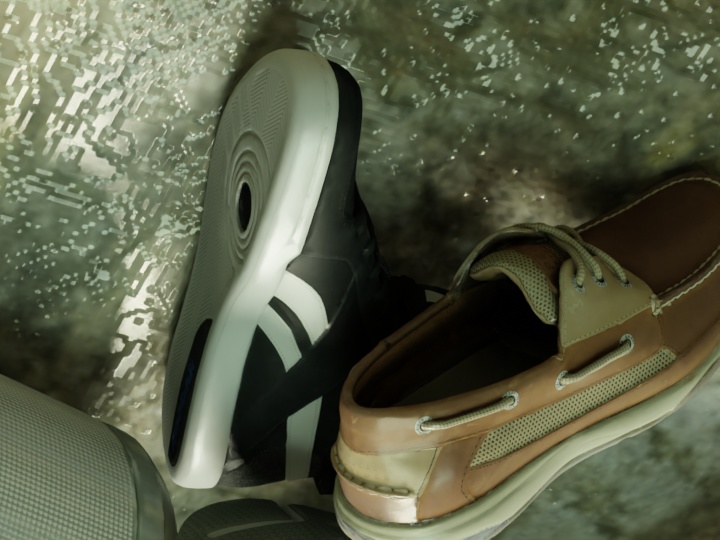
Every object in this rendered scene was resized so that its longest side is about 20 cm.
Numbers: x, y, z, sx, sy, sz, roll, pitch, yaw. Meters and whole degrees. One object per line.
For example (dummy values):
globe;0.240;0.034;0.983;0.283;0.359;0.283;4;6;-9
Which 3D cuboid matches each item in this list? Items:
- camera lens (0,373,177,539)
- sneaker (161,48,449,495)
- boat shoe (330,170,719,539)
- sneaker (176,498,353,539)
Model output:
camera lens;-0.175;0.101;1.027;0.199;0.160;0.160;28;120;-30
sneaker;0.000;0.000;1.046;0.111;0.073;0.201;2;138;-18
boat shoe;0.068;0.020;1.023;0.200;0.076;0.072;-40;135;-30
sneaker;-0.008;0.125;1.076;0.200;0.070;0.081;10;92;-64
